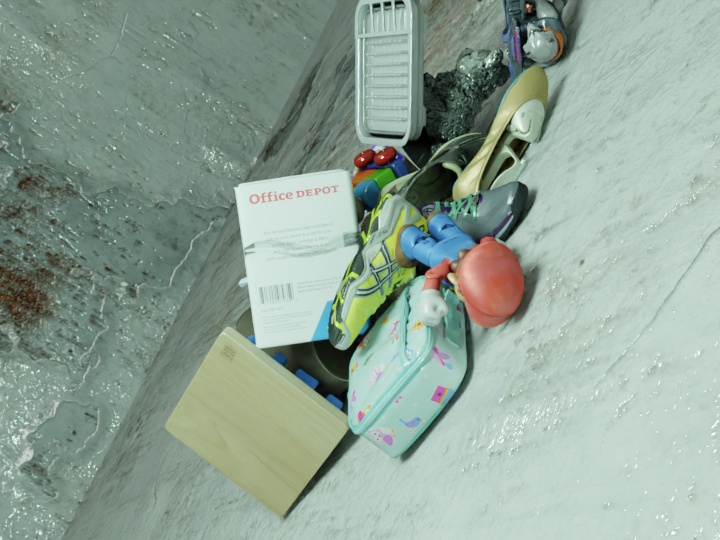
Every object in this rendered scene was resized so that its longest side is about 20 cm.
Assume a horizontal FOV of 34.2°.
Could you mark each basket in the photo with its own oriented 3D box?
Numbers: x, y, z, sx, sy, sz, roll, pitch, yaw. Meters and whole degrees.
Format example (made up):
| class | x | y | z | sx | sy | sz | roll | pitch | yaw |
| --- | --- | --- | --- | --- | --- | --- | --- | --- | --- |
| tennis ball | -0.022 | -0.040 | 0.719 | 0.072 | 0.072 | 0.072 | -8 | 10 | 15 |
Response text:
| class | x | y | z | sx | sy | sz | roll | pitch | yaw |
| --- | --- | --- | --- | --- | --- | --- | --- | --- | --- |
| basket | -0.070 | 0.112 | 1.609 | 0.135 | 0.182 | 0.199 | -19 | -3 | -36 |

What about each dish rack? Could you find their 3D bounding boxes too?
| class | x | y | z | sx | sy | sz | roll | pitch | yaw |
| --- | --- | --- | --- | --- | --- | --- | --- | --- | --- |
| dish rack | 0.045 | -0.272 | 1.589 | 0.171 | 0.043 | 0.203 | 17 | 108 | 63 |

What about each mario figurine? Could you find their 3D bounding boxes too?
| class | x | y | z | sx | sy | sz | roll | pitch | yaw |
| --- | --- | --- | --- | --- | --- | --- | --- | --- | --- |
| mario figurine | 0.112 | 0.011 | 1.282 | 0.124 | 0.106 | 0.200 | -53 | 31 | 4 |

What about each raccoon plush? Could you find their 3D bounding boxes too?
| class | x | y | z | sx | sy | sz | roll | pitch | yaw |
| --- | --- | --- | --- | --- | --- | --- | --- | --- | --- |
| raccoon plush | 0.157 | -0.209 | 1.606 | 0.132 | 0.203 | 0.097 | -16 | -5 | 10 |

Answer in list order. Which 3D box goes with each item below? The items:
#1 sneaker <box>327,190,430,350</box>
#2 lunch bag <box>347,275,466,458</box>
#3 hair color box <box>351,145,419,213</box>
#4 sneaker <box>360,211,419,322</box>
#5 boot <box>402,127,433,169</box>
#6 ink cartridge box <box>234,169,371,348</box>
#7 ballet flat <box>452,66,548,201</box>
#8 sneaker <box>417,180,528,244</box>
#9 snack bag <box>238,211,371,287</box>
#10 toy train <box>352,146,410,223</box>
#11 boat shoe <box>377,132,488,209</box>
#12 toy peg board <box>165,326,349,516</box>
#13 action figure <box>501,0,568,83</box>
| class | x | y | z | sx | sy | sz | roll | pitch | yaw |
| --- | --- | --- | --- | --- | --- | --- | --- | --- | --- |
| sneaker | 0.023 | 0.005 | 1.374 | 0.202 | 0.076 | 0.075 | -65 | 8 | -16 |
| lunch bag | 0.054 | 0.100 | 1.331 | 0.161 | 0.077 | 0.201 | -53 | 15 | 22 |
| hair color box | 0.009 | -0.087 | 1.767 | 0.201 | 0.065 | 0.109 | -53 | -28 | 3 |
| sneaker | 0.048 | 0.031 | 1.519 | 0.109 | 0.069 | 0.202 | 69 | -171 | -61 |
| boot | 0.074 | -0.248 | 1.736 | 0.073 | 0.201 | 0.151 | -34 | 10 | 22 |
| ink cartridge box | -0.069 | -0.015 | 1.458 | 0.084 | 0.143 | 0.203 | -34 | -63 | -87 |
| ballet flat | 0.190 | -0.157 | 1.460 | 0.063 | 0.068 | 0.201 | 37 | 100 | 48 |
| sneaker | 0.119 | -0.059 | 1.414 | 0.200 | 0.087 | 0.075 | -42 | 22 | 50 |
| snack bag | -0.063 | -0.034 | 1.621 | 0.187 | 0.022 | 0.200 | -16 | 11 | 25 |
| toy train | -0.010 | -0.105 | 1.620 | 0.115 | 0.085 | 0.200 | -35 | 15 | -18 |
| boat shoe | 0.112 | -0.118 | 1.511 | 0.200 | 0.072 | 0.066 | -32 | 17 | -28 |
| toy peg board | -0.122 | 0.181 | 1.537 | 0.200 | 0.199 | 0.098 | -55 | -3 | 35 |
| action figure | 0.238 | -0.354 | 1.549 | 0.201 | 0.103 | 0.195 | 76 | -164 | -45 |
